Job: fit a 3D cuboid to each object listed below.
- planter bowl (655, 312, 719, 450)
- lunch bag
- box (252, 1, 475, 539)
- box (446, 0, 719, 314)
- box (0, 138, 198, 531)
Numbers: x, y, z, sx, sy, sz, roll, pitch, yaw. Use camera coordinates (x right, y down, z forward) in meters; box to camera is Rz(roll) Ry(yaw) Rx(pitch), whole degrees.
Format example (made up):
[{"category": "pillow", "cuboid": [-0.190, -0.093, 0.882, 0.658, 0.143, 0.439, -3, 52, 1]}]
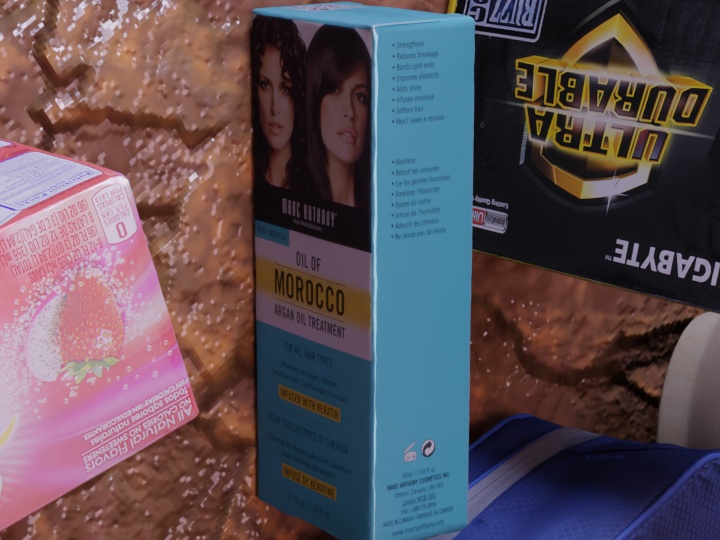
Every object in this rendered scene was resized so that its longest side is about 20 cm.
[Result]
[{"category": "planter bowl", "cuboid": [0.216, 0.080, 0.909, 0.200, 0.134, 0.201, -5, 96, -58]}, {"category": "lunch bag", "cuboid": [0.066, 0.158, 0.830, 0.200, 0.132, 0.136, -33, 117, -37]}, {"category": "box", "cuboid": [0.000, 0.000, 0.776, 0.049, 0.082, 0.201, -9, 105, -35]}, {"category": "box", "cuboid": [0.110, -0.072, 0.770, 0.049, 0.200, 0.160, 11, 94, -40]}, {"category": "box", "cuboid": [-0.166, 0.042, 0.644, 0.200, 0.102, 0.095, -30, 117, -30]}]
